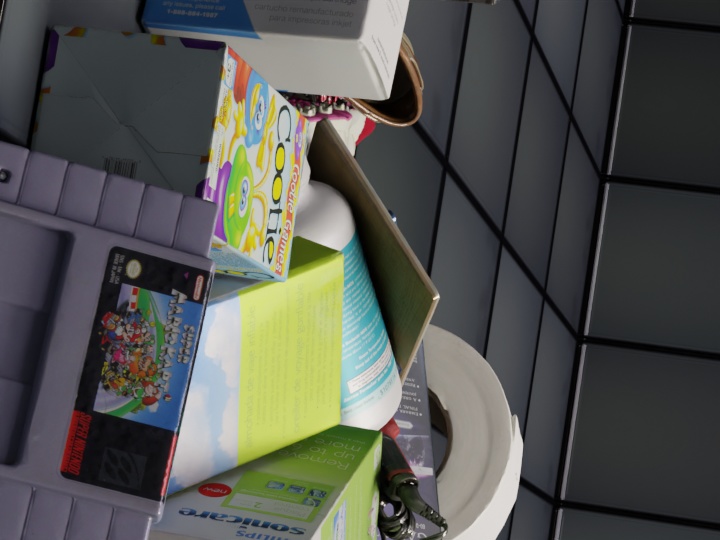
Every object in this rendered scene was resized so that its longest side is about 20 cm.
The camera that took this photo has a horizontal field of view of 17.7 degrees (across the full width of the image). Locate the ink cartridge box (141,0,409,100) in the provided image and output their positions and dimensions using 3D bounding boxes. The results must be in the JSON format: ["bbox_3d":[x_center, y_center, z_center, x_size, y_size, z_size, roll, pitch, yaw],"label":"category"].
[{"bbox_3d":[-0.039,-0.217,1.438,0.086,0.145,0.202,60,38,-66],"label":"ink cartridge box"}]

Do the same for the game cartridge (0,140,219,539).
[{"bbox_3d":[-0.148,0.045,1.158,0.038,0.129,0.202,129,-27,-70],"label":"game cartridge"}]

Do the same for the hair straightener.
[{"bbox_3d":[0.019,0.147,1.589,0.200,0.041,0.078,-134,-137,-62],"label":"hair straightener"}]

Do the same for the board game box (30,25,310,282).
[{"bbox_3d":[-0.106,-0.063,1.327,0.200,0.104,0.104,37,61,-76],"label":"board game box"}]

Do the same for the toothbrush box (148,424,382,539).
[{"bbox_3d":[-0.079,0.165,1.470,0.200,0.144,0.087,-50,146,-65],"label":"toothbrush box"}]

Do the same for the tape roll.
[{"bbox_3d":[0.023,0.141,1.774,0.071,0.201,0.204,72,28,-62],"label":"tape roll"}]

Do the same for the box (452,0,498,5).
[{"bbox_3d":[0.033,-0.301,1.673,0.044,0.159,0.202,-42,136,-68],"label":"box"}]

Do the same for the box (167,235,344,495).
[{"bbox_3d":[-0.093,0.064,1.432,0.199,0.047,0.123,-20,120,-43],"label":"box"}]

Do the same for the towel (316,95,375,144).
[{"bbox_3d":[-0.007,-0.195,1.863,0.145,0.022,0.202,-49,144,-69],"label":"towel"}]

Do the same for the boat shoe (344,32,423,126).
[{"bbox_3d":[-0.010,-0.167,1.623,0.200,0.076,0.072,36,20,-49],"label":"boat shoe"}]

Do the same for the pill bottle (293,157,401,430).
[{"bbox_3d":[-0.046,0.016,1.566,0.111,0.110,0.201,-61,141,-57],"label":"pill bottle"}]

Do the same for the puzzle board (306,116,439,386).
[{"bbox_3d":[0.000,0.000,1.617,0.151,0.017,0.200,57,-21,18],"label":"puzzle board"}]

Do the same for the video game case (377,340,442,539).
[{"bbox_3d":[-0.009,0.112,1.696,0.019,0.142,0.202,-36,-130,48],"label":"video game case"}]

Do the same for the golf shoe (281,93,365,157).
[{"bbox_3d":[-0.042,-0.082,1.667,0.200,0.075,0.092,-12,112,-75],"label":"golf shoe"}]
